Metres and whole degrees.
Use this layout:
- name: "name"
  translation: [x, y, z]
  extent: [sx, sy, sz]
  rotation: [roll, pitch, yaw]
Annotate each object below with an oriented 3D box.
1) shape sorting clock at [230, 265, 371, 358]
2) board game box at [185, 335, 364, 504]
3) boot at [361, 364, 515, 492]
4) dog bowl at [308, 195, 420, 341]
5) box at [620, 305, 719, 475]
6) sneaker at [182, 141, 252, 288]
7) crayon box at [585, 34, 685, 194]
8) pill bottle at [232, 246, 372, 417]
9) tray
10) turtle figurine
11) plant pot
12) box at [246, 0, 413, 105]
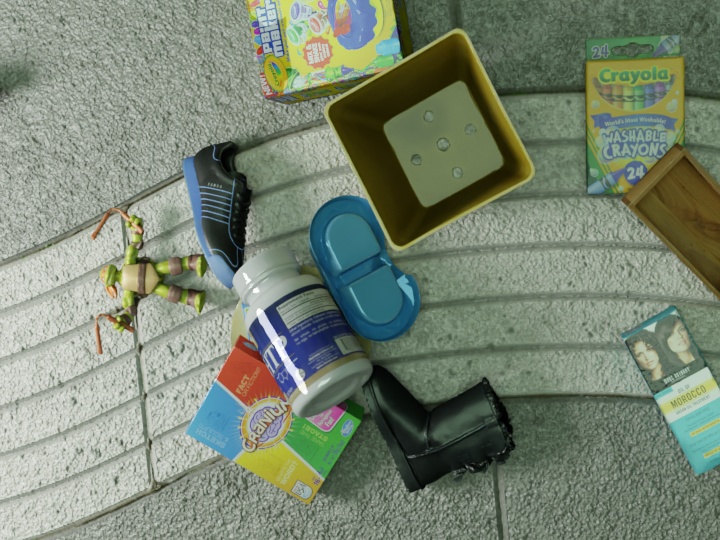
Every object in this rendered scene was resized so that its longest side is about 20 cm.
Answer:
- name: "shape sorting clock"
  translation: [-0.082, 0.094, 1.661]
  extent: [0.196, 0.039, 0.204]
  rotation: [0, 93, 10]
- name: "board game box"
  translation: [-0.116, 0.204, 1.643]
  extent: [0.198, 0.040, 0.154]
  rotation: [30, 110, -4]
- name: "boot"
  translation: [0.106, 0.190, 1.618]
  extent: [0.161, 0.073, 0.201]
  rotation: [-24, 97, 13]
- name: "dog bowl"
  translation: [0.000, 0.000, 1.617]
  extent: [0.110, 0.050, 0.202]
  rotation: [-27, 90, -18]
- name: "box"
  translation: [0.421, 0.154, 1.570]
  extent: [0.082, 0.049, 0.202]
  rotation: [-29, 89, 11]
- name: "sneaker"
  translation: [-0.180, -0.080, 1.632]
  extent: [0.077, 0.070, 0.203]
  rotation: [-23, 72, 15]
- name: "crayon box"
  translation: [0.351, -0.200, 1.556]
  extent: [0.124, 0.052, 0.204]
  rotation: [-1, 93, 10]
- name: "pill bottle"
  translation: [-0.081, 0.076, 1.572]
  extent: [0.119, 0.120, 0.201]
  rotation: [-36, 71, 11]
- name: "tray"
  translation: [0.431, -0.055, 1.528]
  extent: [0.200, 0.037, 0.099]
  rotation: [42, 100, -17]
- name: "turtle figurine"
  translation: [-0.296, 0.021, 1.683]
  extent: [0.158, 0.064, 0.204]
  rotation: [6, 87, 2]
- name: "plant pot"
  translation: [0.096, -0.163, 1.542]
  extent: [0.198, 0.176, 0.202]
  rotation: [-28, 90, 11]
- name: "box"
  translation: [-0.041, -0.337, 1.582]
  extent: [0.190, 0.122, 0.203]
  rotation: [-11, 92, 12]
